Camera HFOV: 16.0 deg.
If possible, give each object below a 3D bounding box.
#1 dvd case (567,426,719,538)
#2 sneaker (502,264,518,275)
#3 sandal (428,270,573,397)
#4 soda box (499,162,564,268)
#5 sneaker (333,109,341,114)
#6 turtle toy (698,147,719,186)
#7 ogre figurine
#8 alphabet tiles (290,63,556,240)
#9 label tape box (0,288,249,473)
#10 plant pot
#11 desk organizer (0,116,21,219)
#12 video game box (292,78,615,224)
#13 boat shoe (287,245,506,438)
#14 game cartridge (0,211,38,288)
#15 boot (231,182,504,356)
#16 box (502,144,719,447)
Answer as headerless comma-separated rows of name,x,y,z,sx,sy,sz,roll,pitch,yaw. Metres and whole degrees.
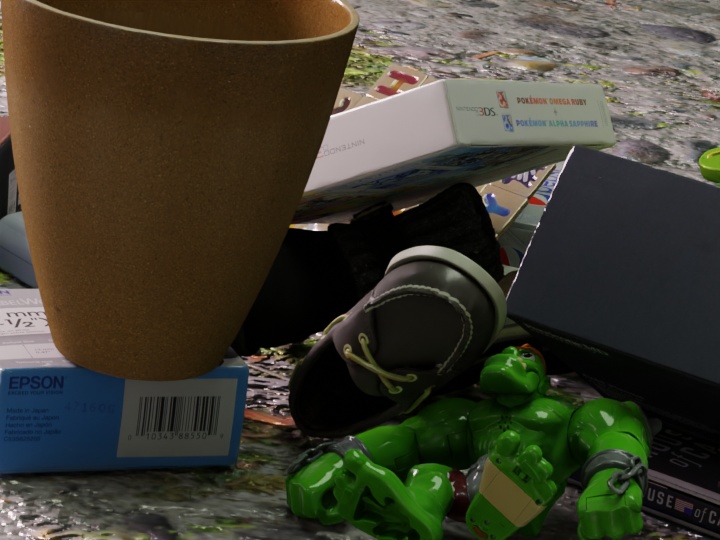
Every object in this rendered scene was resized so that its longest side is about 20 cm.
dvd case,0.228,0.120,1.454,0.200,0.025,0.150,20,21,32
sneaker,0.099,0.030,1.635,0.199,0.073,0.072,2,19,34
sandal,0.091,0.028,1.526,0.200,0.080,0.058,-11,65,-8
soda box,0.125,-0.027,1.799,0.063,0.069,0.200,10,18,11
sneaker,0.015,-0.072,1.742,0.199,0.076,0.088,-10,16,3
turtle toy,0.261,-0.027,1.531,0.199,0.101,0.146,4,27,22
ogre figurine,0.069,0.101,1.337,0.200,0.098,0.120,-24,7,35
alphabet tiles,0.024,-0.064,1.690,0.200,0.006,0.167,22,61,36
label tape box,-0.164,0.048,1.449,0.143,0.066,0.200,0,21,-23
plant pot,-0.106,-0.051,1.349,0.186,0.201,0.186,8,20,-3
desk organizer,-0.280,-0.051,1.705,0.077,0.072,0.200,6,17,4
video game box,0.023,-0.069,1.537,0.200,0.047,0.182,-16,-4,34
boat shoe,0.017,0.046,1.394,0.072,0.201,0.061,42,63,-3
game cartridge,-0.138,-0.014,1.708,0.200,0.041,0.133,-7,19,-39
boot,0.000,-0.003,1.519,0.157,0.080,0.211,-11,0,12
box,0.210,0.033,1.382,0.200,0.104,0.182,19,-10,31
